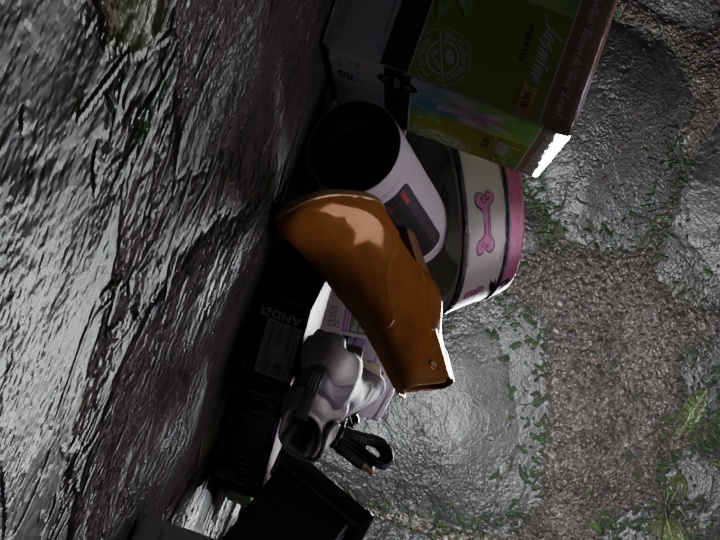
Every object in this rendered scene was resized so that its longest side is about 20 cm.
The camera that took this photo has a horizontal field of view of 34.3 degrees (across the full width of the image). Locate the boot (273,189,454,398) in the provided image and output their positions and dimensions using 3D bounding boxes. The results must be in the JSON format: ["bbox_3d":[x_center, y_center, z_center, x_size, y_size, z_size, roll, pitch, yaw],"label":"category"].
[{"bbox_3d":[0.014,0.024,0.919,0.200,0.070,0.146,20,50,-56],"label":"boot"}]

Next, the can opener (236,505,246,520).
[{"bbox_3d":[-0.115,0.261,1.378,0.063,0.078,0.203,48,48,-41],"label":"can opener"}]

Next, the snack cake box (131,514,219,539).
[{"bbox_3d":[-0.107,0.249,0.790,0.201,0.113,0.068,104,7,-55],"label":"snack cake box"}]

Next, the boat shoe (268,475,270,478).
[{"bbox_3d":[-0.078,0.164,1.306,0.072,0.059,0.202,106,4,-49],"label":"boat shoe"}]

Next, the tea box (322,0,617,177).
[{"bbox_3d":[0.085,-0.181,0.920,0.200,0.194,0.136,59,51,-85],"label":"tea box"}]

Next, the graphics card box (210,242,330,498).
[{"bbox_3d":[-0.073,0.081,1.011,0.126,0.050,0.203,-64,171,-62],"label":"graphics card box"}]

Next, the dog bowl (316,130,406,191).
[{"bbox_3d":[0.006,-0.117,1.173,0.200,0.058,0.204,18,89,-87],"label":"dog bowl"}]

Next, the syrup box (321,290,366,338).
[{"bbox_3d":[0.000,0.000,1.254,0.200,0.080,0.080,-89,-171,-72],"label":"syrup box"}]

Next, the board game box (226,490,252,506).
[{"bbox_3d":[-0.090,0.132,1.189,0.135,0.029,0.203,103,6,-69],"label":"board game box"}]

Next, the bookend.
[{"bbox_3d":[-0.085,0.275,1.014,0.199,0.092,0.200,-51,171,-17],"label":"bookend"}]

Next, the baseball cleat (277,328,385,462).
[{"bbox_3d":[-0.030,0.107,0.977,0.108,0.069,0.200,-64,165,-8],"label":"baseball cleat"}]

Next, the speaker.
[{"bbox_3d":[0.020,-0.070,1.005,0.200,0.080,0.082,49,59,-67],"label":"speaker"}]

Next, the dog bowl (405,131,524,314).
[{"bbox_3d":[0.100,-0.060,1.167,0.200,0.072,0.204,175,-90,-76],"label":"dog bowl"}]

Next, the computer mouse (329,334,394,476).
[{"bbox_3d":[0.001,0.111,1.173,0.044,0.109,0.201,-47,-165,33],"label":"computer mouse"}]

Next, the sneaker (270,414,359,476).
[{"bbox_3d":[-0.037,0.138,1.196,0.201,0.078,0.076,-66,176,-47],"label":"sneaker"}]
